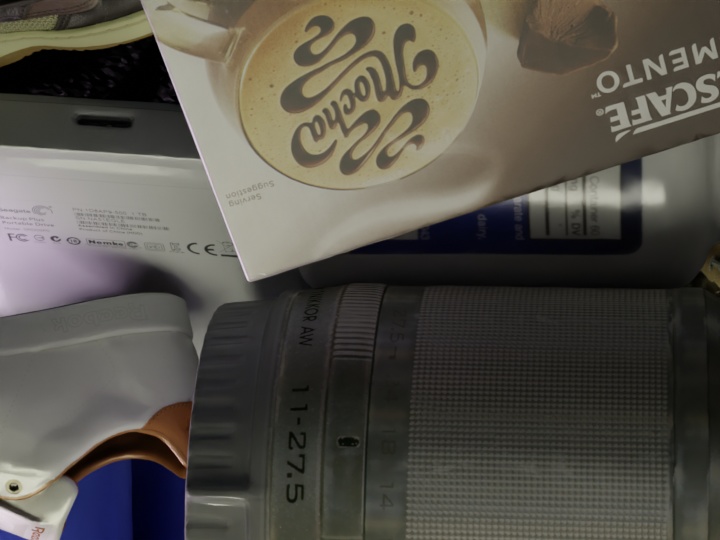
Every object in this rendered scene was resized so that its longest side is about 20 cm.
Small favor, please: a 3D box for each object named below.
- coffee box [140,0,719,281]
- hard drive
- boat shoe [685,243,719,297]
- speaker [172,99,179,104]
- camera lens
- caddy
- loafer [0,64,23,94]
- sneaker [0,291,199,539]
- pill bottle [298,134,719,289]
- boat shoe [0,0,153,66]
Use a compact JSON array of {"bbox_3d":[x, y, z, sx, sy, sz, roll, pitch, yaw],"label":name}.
[{"bbox_3d":[0.038,-0.088,0.804,0.200,0.080,0.113,-17,120,3],"label":"coffee box"},{"bbox_3d":[-0.084,0.001,0.972,0.132,0.027,0.200,4,148,9],"label":"hard drive"},{"bbox_3d":[0.143,0.019,1.080,0.072,0.076,0.200,-6,151,15],"label":"boat shoe"},{"bbox_3d":[-0.093,0.000,1.076,0.081,0.081,0.200,17,149,-23],"label":"speaker"},{"bbox_3d":[0.047,0.085,0.888,0.200,0.160,0.160,1,151,6],"label":"camera lens"},{"bbox_3d":[-0.144,0.113,1.045,0.200,0.105,0.141,-2,168,39],"label":"caddy"},{"bbox_3d":[-0.197,-0.035,1.030,0.071,0.073,0.200,18,149,-22],"label":"loafer"},{"bbox_3d":[-0.153,0.067,0.920,0.200,0.085,0.073,-11,166,-12],"label":"sneaker"},{"bbox_3d":[0.078,-0.051,0.920,0.200,0.120,0.120,1,151,7],"label":"pill bottle"},{"bbox_3d":[-0.114,-0.117,0.871,0.200,0.073,0.065,-18,147,32],"label":"boat shoe"}]
